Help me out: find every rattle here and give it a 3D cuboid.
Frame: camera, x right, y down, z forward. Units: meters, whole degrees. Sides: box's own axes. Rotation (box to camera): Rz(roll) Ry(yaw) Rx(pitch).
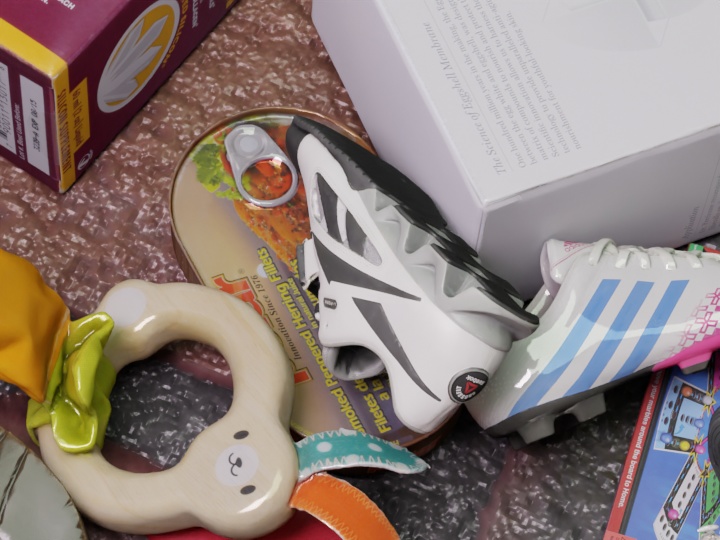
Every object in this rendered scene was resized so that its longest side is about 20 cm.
[{"bbox_3d":[-0.075,0.055,1.255,0.200,0.143,0.130,31,58,34],"label":"rattle"}]

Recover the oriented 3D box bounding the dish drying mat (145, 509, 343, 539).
[{"bbox_3d":[-0.016,0.161,1.293,0.077,0.018,0.200,-37,70,-21],"label":"dish drying mat"}]

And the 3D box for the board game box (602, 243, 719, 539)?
[{"bbox_3d":[0.183,0.086,1.348,0.102,0.019,0.201,17,61,5],"label":"board game box"}]

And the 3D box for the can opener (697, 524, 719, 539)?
[{"bbox_3d":[0.108,0.163,1.259,0.199,0.053,0.067,-12,63,-10],"label":"can opener"}]

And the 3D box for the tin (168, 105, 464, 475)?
[{"bbox_3d":[-0.021,0.010,1.367,0.111,0.042,0.201,-20,64,-19],"label":"tin"}]

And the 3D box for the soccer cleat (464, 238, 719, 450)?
[{"bbox_3d":[0.135,0.013,1.325,0.199,0.070,0.087,-22,86,-15],"label":"soccer cleat"}]

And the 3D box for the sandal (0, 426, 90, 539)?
[{"bbox_3d":[-0.137,0.156,1.272,0.200,0.055,0.082,43,71,3],"label":"sandal"}]

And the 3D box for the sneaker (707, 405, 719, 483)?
[{"bbox_3d":[0.251,0.090,1.315,0.199,0.075,0.085,19,46,-17],"label":"sneaker"}]

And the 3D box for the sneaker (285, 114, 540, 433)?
[{"bbox_3d":[0.000,0.000,1.303,0.089,0.074,0.200,-53,38,13],"label":"sneaker"}]

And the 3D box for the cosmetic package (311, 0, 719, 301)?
[{"bbox_3d":[0.103,-0.110,1.394,0.199,0.123,0.200,-18,63,-15],"label":"cosmetic package"}]

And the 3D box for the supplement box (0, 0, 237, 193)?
[{"bbox_3d":[-0.124,-0.154,1.410,0.085,0.111,0.200,33,64,14],"label":"supplement box"}]
